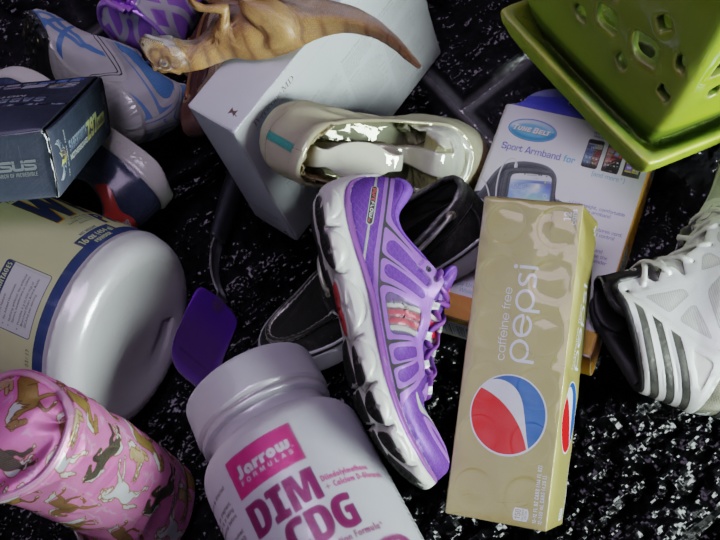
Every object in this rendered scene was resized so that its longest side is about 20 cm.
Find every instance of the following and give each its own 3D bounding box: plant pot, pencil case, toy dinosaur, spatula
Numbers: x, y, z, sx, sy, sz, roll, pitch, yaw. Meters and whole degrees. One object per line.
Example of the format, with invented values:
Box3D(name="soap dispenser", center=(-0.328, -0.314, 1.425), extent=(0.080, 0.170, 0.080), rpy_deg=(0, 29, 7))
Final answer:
Box3D(name="plant pot", center=(0.219, -0.194, 0.780), extent=(0.197, 0.183, 0.201), rpy_deg=(-23, 59, -26))
Box3D(name="pencil case", center=(-0.153, -0.274, 0.987), extent=(0.083, 0.086, 0.202), rpy_deg=(15, 68, 24))
Box3D(name="toy dinosaur", center=(-0.048, -0.169, 0.766), extent=(0.197, 0.060, 0.108), rpy_deg=(-4, 86, 19))
Box3D(name="spatula", center=(-0.107, -0.010, 0.873), extent=(0.020, 0.057, 0.203), rpy_deg=(-11, 55, 26))
Box3D(name="pencil case", center=(-0.177, 0.129, 0.730), extent=(0.082, 0.200, 0.087), rpy_deg=(23, 73, 24))

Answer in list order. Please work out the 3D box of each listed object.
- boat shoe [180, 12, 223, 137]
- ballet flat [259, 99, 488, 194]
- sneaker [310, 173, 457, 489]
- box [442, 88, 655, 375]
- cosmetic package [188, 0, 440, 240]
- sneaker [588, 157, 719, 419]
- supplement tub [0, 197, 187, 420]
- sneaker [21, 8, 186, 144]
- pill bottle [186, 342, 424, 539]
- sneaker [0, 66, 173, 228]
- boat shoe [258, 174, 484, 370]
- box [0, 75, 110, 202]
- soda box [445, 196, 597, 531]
Box3D(name="boat shoe", center=(-0.114, -0.177, 0.924), extent=(0.071, 0.072, 0.202), rpy_deg=(-20, 45, 17))
Box3D(name="ballet flat", center=(0.025, -0.077, 0.803), extent=(0.197, 0.070, 0.070), rpy_deg=(1, 56, -32))
Box3D(name="sneaker", center=(0.028, 0.035, 0.723), extent=(0.082, 0.081, 0.203), rpy_deg=(-12, 85, -9))
Box3D(name="box", center=(0.138, -0.036, 0.828), extent=(0.117, 0.042, 0.202), rpy_deg=(15, 67, 20))
Box3D(name="cosmetic package", center=(-0.026, -0.144, 0.855), extent=(0.051, 0.151, 0.201), rpy_deg=(30, 74, 24))
Box3D(name="sneaker", center=(0.215, -0.008, 0.753), extent=(0.114, 0.076, 0.203), rpy_deg=(15, 69, -7))
Box3D(name="supplement tub", center=(-0.241, 0.017, 0.832), extent=(0.197, 0.145, 0.146), rpy_deg=(20, 70, 21))
Box3D(name="sneaker", center=(-0.219, -0.166, 0.968), extent=(0.072, 0.073, 0.199), rpy_deg=(-26, 48, -38))
Box3D(name="pill bottle", center=(-0.032, 0.154, 0.732), extent=(0.112, 0.114, 0.201), rpy_deg=(-30, 61, -2))
Box3D(name="sneaker", center=(-0.246, -0.090, 0.925), extent=(0.199, 0.075, 0.085), rpy_deg=(33, 71, 25))
Box3D(name="boat shoe", center=(0.000, 0.000, 0.807), extent=(0.199, 0.064, 0.071), rpy_deg=(-34, 45, 13))
Box3D(name="box", center=(-0.291, -0.090, 0.816), extent=(0.196, 0.052, 0.158), rpy_deg=(-5, 23, 4))
Box3D(name="soda box", center=(0.105, 0.058, 0.738), extent=(0.067, 0.064, 0.204), rpy_deg=(6, 86, 21))
